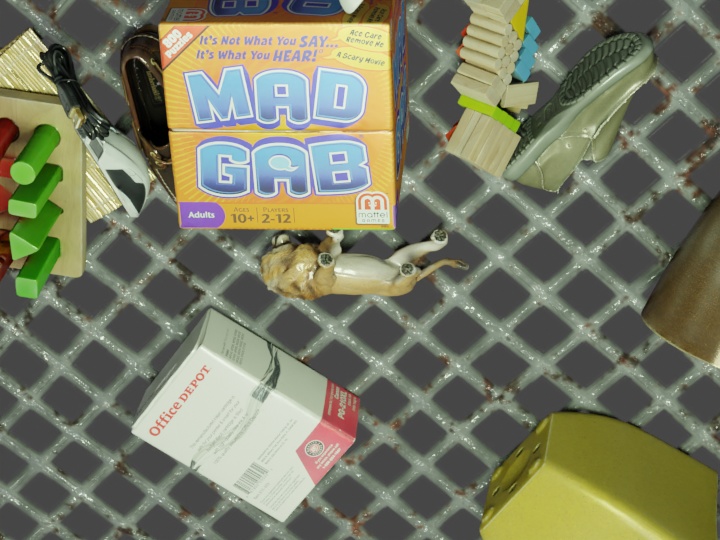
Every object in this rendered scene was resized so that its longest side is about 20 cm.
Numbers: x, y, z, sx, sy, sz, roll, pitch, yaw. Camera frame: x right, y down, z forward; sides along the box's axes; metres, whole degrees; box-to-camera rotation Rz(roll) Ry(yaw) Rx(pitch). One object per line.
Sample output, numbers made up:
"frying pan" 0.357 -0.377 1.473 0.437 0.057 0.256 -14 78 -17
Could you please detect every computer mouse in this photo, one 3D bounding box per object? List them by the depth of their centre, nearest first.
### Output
"computer mouse" -0.244 -0.126 1.598 0.044 0.110 0.200 -33 148 -7

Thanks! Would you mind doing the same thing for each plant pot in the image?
"plant pot" 0.392 -0.016 1.592 0.186 0.187 0.201 17 105 -4
"plant pot" 0.240 0.268 1.754 0.200 0.196 0.194 36 117 -7

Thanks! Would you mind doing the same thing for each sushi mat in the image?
"sushi mat" -0.300 -0.143 1.666 0.095 0.012 0.200 -30 112 21

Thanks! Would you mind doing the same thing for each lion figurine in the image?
"lion figurine" 0.000 0.000 1.684 0.199 0.073 0.123 12 154 -8

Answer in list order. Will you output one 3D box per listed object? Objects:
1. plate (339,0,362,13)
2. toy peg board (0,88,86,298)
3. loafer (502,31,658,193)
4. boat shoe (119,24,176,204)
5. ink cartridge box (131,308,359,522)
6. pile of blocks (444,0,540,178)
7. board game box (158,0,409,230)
"plate" 0.021 -0.347 1.409 0.032 0.200 0.200 24 122 -30
"toy peg board" -0.384 -0.074 1.656 0.198 0.098 0.201 9 122 4
"loafer" 0.219 -0.148 1.584 0.070 0.075 0.200 32 127 -19
"boat shoe" -0.191 -0.138 1.627 0.070 0.070 0.201 -13 119 14
"ink cartridge box" -0.123 0.156 1.780 0.200 0.084 0.145 33 118 -14
"pile of blocks" 0.123 -0.192 1.577 0.062 0.082 0.201 27 114 41
"board game box" -0.061 -0.172 1.517 0.199 0.200 0.201 0 121 5
